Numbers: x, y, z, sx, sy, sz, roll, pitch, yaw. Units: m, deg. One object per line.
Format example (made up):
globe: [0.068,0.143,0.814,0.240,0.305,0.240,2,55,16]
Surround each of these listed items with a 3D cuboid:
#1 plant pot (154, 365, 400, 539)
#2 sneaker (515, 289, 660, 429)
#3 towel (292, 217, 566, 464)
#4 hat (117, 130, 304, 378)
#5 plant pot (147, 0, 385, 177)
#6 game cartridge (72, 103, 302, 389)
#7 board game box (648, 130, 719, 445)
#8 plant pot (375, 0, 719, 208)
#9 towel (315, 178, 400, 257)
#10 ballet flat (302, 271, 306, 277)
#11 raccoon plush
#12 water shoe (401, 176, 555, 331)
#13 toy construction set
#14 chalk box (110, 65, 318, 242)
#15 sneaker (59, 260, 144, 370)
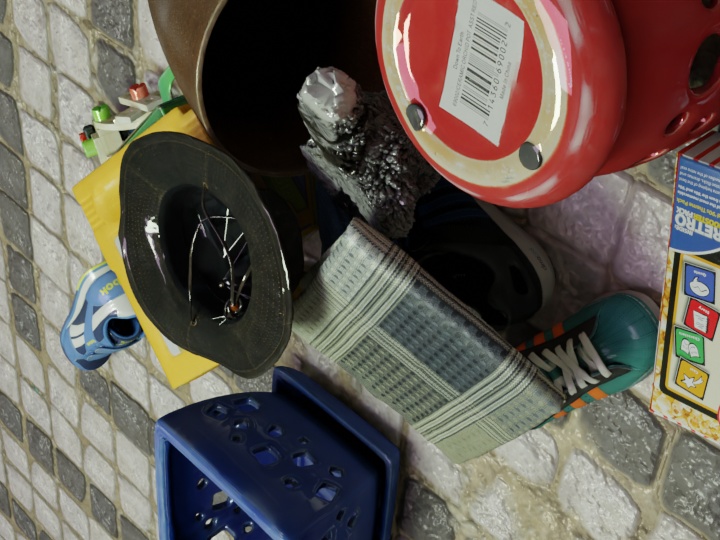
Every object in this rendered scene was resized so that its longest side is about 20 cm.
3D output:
plant pot: [-0.073,0.228,1.194,0.199,0.179,0.202,33,135,32]
sneaker: [0.146,0.079,0.914,0.072,0.079,0.200,58,144,5]
towel: [0.040,0.056,0.887,0.192,0.035,0.200,39,155,-1]
hat: [-0.098,-0.023,0.925,0.199,0.081,0.203,23,126,37]
plant pot: [-0.087,-0.203,0.957,0.200,0.185,0.189,44,142,43]
game cartridge: [-0.146,-0.019,1.032,0.175,0.032,0.202,-29,90,38]
board game box: [0.264,0.031,0.770,0.151,0.046,0.202,27,132,38]
plant pot: [0.118,-0.148,0.723,0.200,0.181,0.203,30,133,38]
towel: [0.000,0.000,1.012,0.200,0.048,0.113,88,162,-67]
ballet flat: [-0.094,0.022,1.199,0.199,0.046,0.068,12,121,47]
raccoon plush: [0.038,-0.105,0.834,0.097,0.134,0.200,45,170,9]
water shoe: [0.061,-0.031,0.949,0.199,0.079,0.072,38,137,29]
toy construction set: [-0.234,-0.096,1.255,0.131,0.091,0.203,-133,39,-60]
chalk box: [-0.134,-0.096,1.107,0.201,0.123,0.124,60,143,2]
sneaker: [-0.305,0.071,1.467,0.082,0.074,0.201,47,142,16]
